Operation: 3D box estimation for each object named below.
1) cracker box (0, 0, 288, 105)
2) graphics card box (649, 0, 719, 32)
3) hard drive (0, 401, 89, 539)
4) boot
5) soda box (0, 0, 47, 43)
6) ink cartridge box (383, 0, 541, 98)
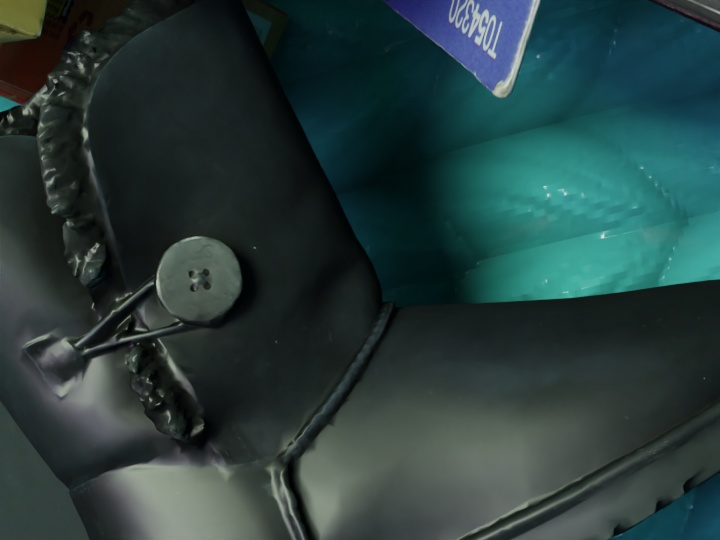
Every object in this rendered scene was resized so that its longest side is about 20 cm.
[{"bbox_3d":[-0.137,-0.097,0.789,0.199,0.134,0.058,24,92,27],"label":"cracker box"},{"bbox_3d":[0.156,-0.046,0.612,0.199,0.125,0.051,26,98,29],"label":"graphics card box"},{"bbox_3d":[-0.049,0.089,0.717,0.198,0.033,0.141,4,81,-9],"label":"hard drive"},{"bbox_3d":[0.000,0.000,0.681,0.199,0.076,0.169,-27,90,-5],"label":"boot"},{"bbox_3d":[-0.099,-0.155,0.662,0.068,0.064,0.202,-1,77,51],"label":"soda box"},{"bbox_3d":[0.023,-0.162,0.681,0.196,0.043,0.201,-131,58,-68],"label":"ink cartridge box"}]
